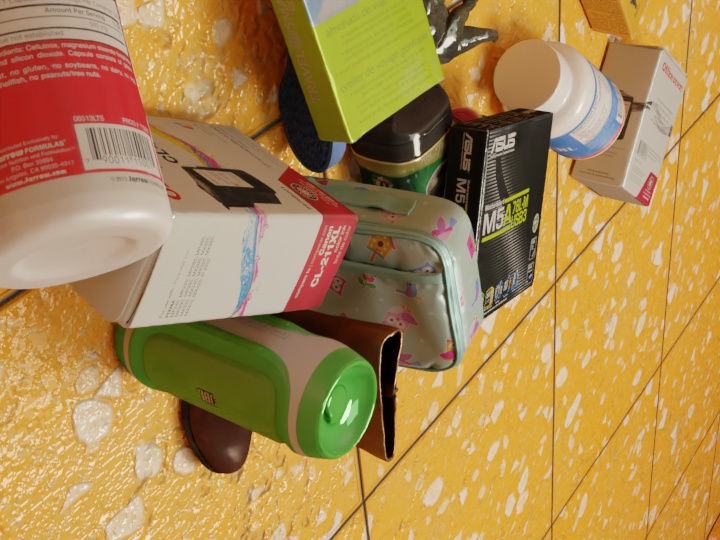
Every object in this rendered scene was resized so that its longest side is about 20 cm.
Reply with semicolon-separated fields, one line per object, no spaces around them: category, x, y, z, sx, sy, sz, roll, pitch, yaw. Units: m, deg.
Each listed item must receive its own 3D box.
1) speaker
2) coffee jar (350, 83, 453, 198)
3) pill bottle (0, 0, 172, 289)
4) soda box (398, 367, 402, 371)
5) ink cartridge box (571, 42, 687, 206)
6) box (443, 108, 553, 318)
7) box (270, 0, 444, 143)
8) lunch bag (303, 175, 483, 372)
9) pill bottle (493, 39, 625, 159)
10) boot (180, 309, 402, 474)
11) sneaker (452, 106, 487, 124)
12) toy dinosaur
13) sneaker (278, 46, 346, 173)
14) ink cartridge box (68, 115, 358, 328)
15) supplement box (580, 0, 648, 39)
speaker;-0.088;0.071;0.782;0.088;0.198;0.089;-31;130;-47
coffee jar;0.047;-0.082;1.033;0.104;0.085;0.202;-46;141;-38
pill bottle;-0.178;-0.101;0.574;0.112;0.111;0.202;1;70;-58
soda box;0.021;0.066;1.066;0.199;0.063;0.069;-29;151;-50
ink cartridge box;0.389;-0.209;1.517;0.145;0.083;0.202;16;90;-59
box;0.138;-0.060;1.076;0.200;0.047;0.196;-23;123;-60
box;-0.010;-0.215;0.813;0.122;0.047;0.202;-38;122;-31
lunch bag;0.000;0.000;0.897;0.077;0.198;0.162;-58;148;-41
pill bottle;0.232;-0.204;1.245;0.199;0.111;0.114;13;93;-58
boot;-0.050;0.109;0.860;0.068;0.198;0.191;-14;116;-54
sneaker;0.127;-0.081;1.172;0.087;0.073;0.203;-12;110;-48
toy dinosaur;0.067;-0.242;1.021;0.199;0.077;0.103;9;109;-64
sneaker;-0.024;-0.185;0.886;0.078;0.070;0.202;-28;126;-40
ink cartridge box;-0.119;-0.038;0.719;0.199;0.145;0.083;-3;125;-57
supplement box;0.308;-0.376;1.328;0.200;0.068;0.067;43;69;-54
